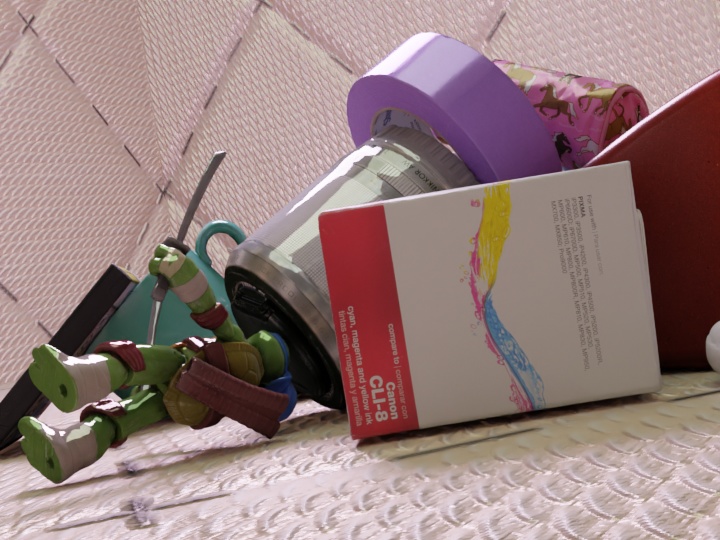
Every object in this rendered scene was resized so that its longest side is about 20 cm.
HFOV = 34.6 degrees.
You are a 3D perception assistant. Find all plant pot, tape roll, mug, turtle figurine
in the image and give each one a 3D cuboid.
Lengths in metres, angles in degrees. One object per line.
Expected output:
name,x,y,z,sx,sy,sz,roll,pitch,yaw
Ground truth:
plant pot,0.261,-0.025,0.874,0.175,0.203,0.199,-21,-8,34
tape roll,0.078,-0.100,0.988,0.066,0.201,0.200,-41,11,-20
mug,-0.172,0.057,1.122,0.185,0.114,0.152,-48,5,25
turtle figurine,-0.156,0.051,0.815,0.193,0.202,0.143,-21,-6,-45

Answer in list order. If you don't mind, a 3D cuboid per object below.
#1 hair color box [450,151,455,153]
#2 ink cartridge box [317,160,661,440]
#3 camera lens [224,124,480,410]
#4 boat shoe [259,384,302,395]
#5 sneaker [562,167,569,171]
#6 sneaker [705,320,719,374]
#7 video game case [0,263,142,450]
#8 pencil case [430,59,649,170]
hair color box,0.076,-0.006,1.101,0.100,0.203,0.061,-8,-17,0
ink cartridge box,0.084,0.019,0.768,0.197,0.147,0.145,-9,-1,4
camera lens,0.000,0.000,0.943,0.200,0.161,0.160,-41,12,-21
boat shoe,-0.099,0.094,1.164,0.074,0.076,0.201,-15,3,-33
sneaker,0.283,-0.102,1.086,0.197,0.081,0.130,16,5,10
sneaker,0.258,0.018,0.653,0.074,0.090,0.200,-10,-1,-12
video game case,-0.278,0.082,1.083,0.201,0.025,0.181,-53,5,-6
pencil case,0.154,-0.134,1.012,0.198,0.084,0.086,18,1,40
